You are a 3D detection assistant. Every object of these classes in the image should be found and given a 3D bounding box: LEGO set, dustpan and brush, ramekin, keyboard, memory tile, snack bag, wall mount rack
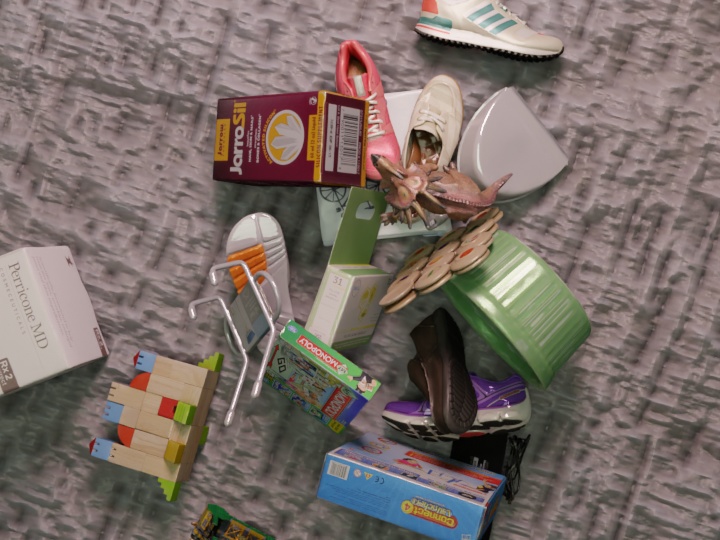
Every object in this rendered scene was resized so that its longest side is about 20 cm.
[{"bbox_3d":[-0.176,0.407,1.273,0.153,0.200,0.116,30,95,-18],"label":"LEGO set"},{"bbox_3d":[0.162,-0.125,1.293,0.200,0.057,0.140,-46,105,-13],"label":"dustpan and brush"},{"bbox_3d":[0.195,0.044,1.232,0.098,0.200,0.200,-42,88,-4],"label":"ramekin"},{"bbox_3d":[0.171,0.270,1.322,0.103,0.040,0.202,12,93,27],"label":"keyboard"},{"bbox_3d":[0.102,-0.016,1.222,0.153,0.200,0.017,-30,101,22],"label":"memory tile"},{"bbox_3d":[0.022,-0.136,1.323,0.187,0.021,0.202,-5,91,3],"label":"snack bag"},{"bbox_3d":[-0.154,0.091,1.245,0.074,0.200,0.175,-16,73,-30],"label":"wall mount rack"}]

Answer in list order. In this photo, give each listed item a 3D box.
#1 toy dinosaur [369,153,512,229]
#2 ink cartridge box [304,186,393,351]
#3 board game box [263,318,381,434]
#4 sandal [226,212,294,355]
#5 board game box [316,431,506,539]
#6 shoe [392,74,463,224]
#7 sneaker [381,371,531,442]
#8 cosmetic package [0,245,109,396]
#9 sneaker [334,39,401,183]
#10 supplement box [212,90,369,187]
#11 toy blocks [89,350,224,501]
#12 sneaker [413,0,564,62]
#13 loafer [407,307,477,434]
[{"bbox_3d":[0.100,-0.092,1.197,0.198,0.136,0.087,2,94,-11],"label":"toy dinosaur"},{"bbox_3d":[0.000,0.000,1.255,0.048,0.145,0.201,23,99,19],"label":"ink cartridge box"},{"bbox_3d":[-0.056,0.140,1.249,0.134,0.200,0.029,36,66,3],"label":"board game box"},{"bbox_3d":[-0.131,0.018,1.321,0.079,0.059,0.208,-8,112,-1],"label":"sandal"},{"bbox_3d":[0.069,0.268,1.223,0.199,0.196,0.056,16,92,16],"label":"board game box"},{"bbox_3d":[0.090,-0.157,1.282,0.069,0.053,0.202,15,94,1],"label":"shoe"},{"bbox_3d":[0.126,0.177,1.300,0.198,0.081,0.084,-8,61,15],"label":"sneaker"},{"bbox_3d":[-0.468,0.078,1.287,0.199,0.165,0.166,-22,91,4],"label":"cosmetic package"},{"bbox_3d":[0.000,-0.206,1.259,0.073,0.087,0.201,-16,67,1],"label":"sneaker"},{"bbox_3d":[-0.091,-0.163,1.249,0.199,0.085,0.111,5,92,41],"label":"supplement box"},{"bbox_3d":[-0.280,0.190,1.320,0.136,0.100,0.201,14,83,12],"label":"toy blocks"},{"bbox_3d":[0.174,-0.332,1.284,0.198,0.070,0.094,13,98,6],"label":"sneaker"},{"bbox_3d":[0.100,0.137,1.258,0.071,0.201,0.073,-29,122,20],"label":"loafer"}]
